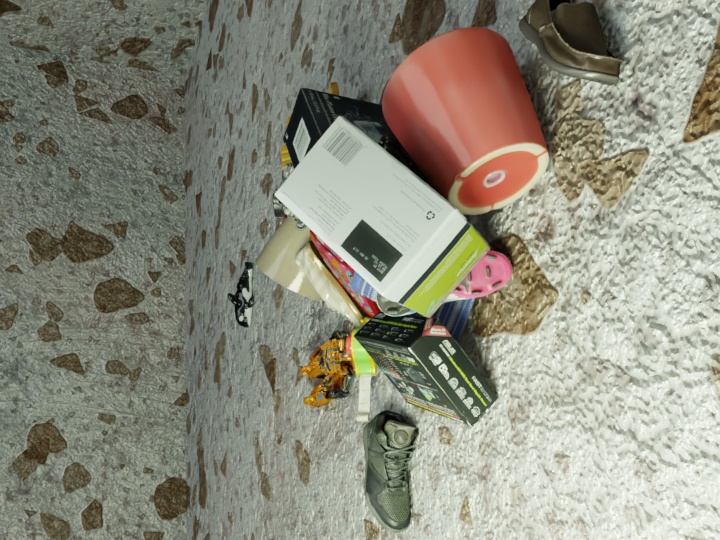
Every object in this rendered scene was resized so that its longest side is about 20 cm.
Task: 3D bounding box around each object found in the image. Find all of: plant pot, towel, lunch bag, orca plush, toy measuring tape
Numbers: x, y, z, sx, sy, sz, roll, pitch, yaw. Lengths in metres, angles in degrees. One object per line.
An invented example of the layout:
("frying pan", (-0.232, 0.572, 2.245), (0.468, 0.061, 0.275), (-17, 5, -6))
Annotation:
("plant pot", (0.147, -0.185, 0.952), (0.201, 0.200, 0.178), (-56, 47, 48))
("towel", (0.086, 0.004, 1.098), (0.200, 0.024, 0.145), (26, 116, 19))
("lunch bag", (0.000, 0.000, 1.294), (0.200, 0.082, 0.176), (46, 170, 49))
("orca plush", (-0.371, 0.072, 2.211), (0.105, 0.071, 0.201), (-155, 72, -65))
("plant pot", (-0.093, -0.067, 1.505), (0.200, 0.187, 0.187), (-62, 29, 13))
("toy measuring tape", (0.005, 0.171, 1.309), (0.074, 0.073, 0.200), (130, 151, -53))

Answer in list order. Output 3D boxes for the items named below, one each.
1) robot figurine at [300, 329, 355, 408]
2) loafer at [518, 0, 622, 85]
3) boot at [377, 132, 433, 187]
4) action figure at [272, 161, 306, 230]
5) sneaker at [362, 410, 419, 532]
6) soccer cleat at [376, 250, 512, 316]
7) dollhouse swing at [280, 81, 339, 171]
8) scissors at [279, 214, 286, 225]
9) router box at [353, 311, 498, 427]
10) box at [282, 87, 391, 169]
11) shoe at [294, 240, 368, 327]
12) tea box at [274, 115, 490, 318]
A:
("robot figurine", (-0.068, 0.212, 1.509), (0.200, 0.058, 0.145), (128, 139, -52))
("loafer", (0.250, -0.285, 0.856), (0.200, 0.073, 0.071), (-113, 35, -47))
("boot", (0.070, -0.104, 1.119), (0.079, 0.157, 0.211), (-100, 27, -57))
("action figure", (-0.106, -0.134, 1.334), (0.102, 0.119, 0.200), (-63, 3, 10))
("sneaker", (0.053, 0.324, 1.192), (0.114, 0.076, 0.200), (116, 155, -52))
("soccer cleat", (0.119, 0.013, 1.031), (0.086, 0.200, 0.070), (-22, -85, -75))
("dollhouse swing", (-0.106, -0.275, 1.533), (0.176, 0.181, 0.200), (59, -158, -63))
("scissors", (-0.232, -0.072, 1.991), (0.200, 0.014, 0.073), (-61, 35, 41))
("router box", (0.090, 0.139, 1.054), (0.150, 0.062, 0.200), (53, 162, -15))
("box", (-0.015, -0.215, 1.288), (0.118, 0.200, 0.197), (-64, 31, 35))
("shoe", (-0.055, 0.035, 1.407), (0.053, 0.070, 0.200), (-38, 85, 16))
("tea box", (0.035, -0.061, 0.920), (0.200, 0.197, 0.134), (43, 95, 23))
